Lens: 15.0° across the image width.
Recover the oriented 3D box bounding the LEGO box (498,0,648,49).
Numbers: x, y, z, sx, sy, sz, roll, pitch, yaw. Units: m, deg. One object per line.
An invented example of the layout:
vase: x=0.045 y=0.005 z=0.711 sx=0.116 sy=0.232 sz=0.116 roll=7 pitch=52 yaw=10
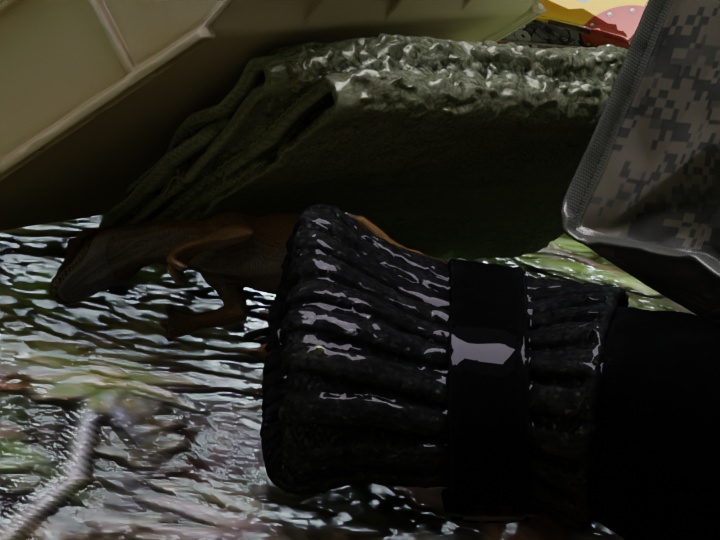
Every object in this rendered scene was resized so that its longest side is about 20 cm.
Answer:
LEGO box: x=0.108 y=-0.169 z=1.317 sx=0.148 sy=0.077 sz=0.201 roll=17 pitch=58 yaw=23

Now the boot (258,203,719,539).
boot: x=0.055 y=0.042 z=0.727 sx=0.157 sy=0.080 sz=0.211 roll=14 pitch=4 yaw=-11

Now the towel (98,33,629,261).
towel: x=0.021 y=-0.041 z=0.945 sx=0.199 sy=0.037 sz=0.148 roll=-1 pitch=-20 yaw=-34

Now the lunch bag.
lunch bag: x=0.172 y=-0.070 z=0.895 sx=0.117 sy=0.201 sz=0.164 roll=21 pitch=-2 yaw=33

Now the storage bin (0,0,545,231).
storage bin: x=-0.059 y=-0.094 z=0.938 sx=0.198 sy=0.094 sz=0.199 roll=-30 pitch=-11 yaw=35

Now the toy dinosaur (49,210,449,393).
toy dinosaur: x=0.000 y=0.000 z=0.888 sx=0.198 sy=0.061 sz=0.106 roll=9 pitch=14 yaw=-5
